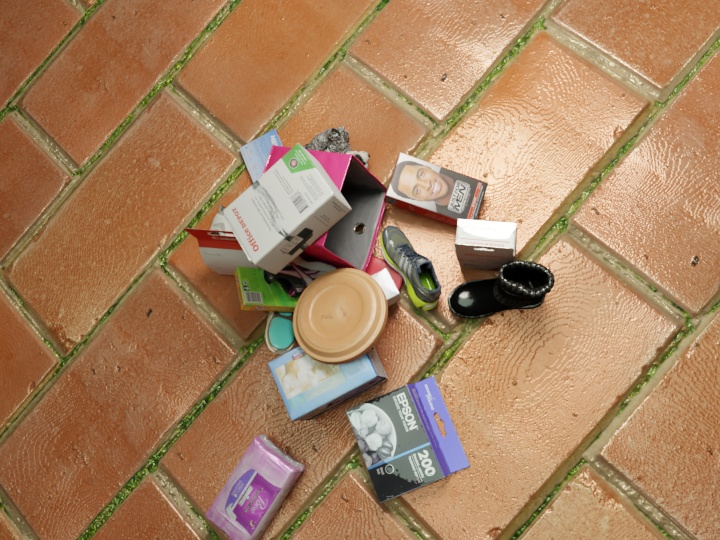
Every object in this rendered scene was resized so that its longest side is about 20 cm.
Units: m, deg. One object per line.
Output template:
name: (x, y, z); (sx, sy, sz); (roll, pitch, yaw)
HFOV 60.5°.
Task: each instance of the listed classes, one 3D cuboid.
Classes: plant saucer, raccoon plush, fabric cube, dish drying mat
plant saucer: (-0.044, 0.086, 1.224); (0.199, 0.032, 0.202); (-10, 61, 18)
raccoon plush: (-0.073, -0.233, 1.412); (0.199, 0.097, 0.135); (-25, 83, 27)
fabric cube: (-0.087, -0.126, 1.301); (0.198, 0.200, 0.198); (11, 80, 28)
dish drying mat: (0.000, 0.000, 1.368); (0.199, 0.018, 0.077); (19, 82, 15)

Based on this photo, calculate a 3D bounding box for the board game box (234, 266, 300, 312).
board game box: (-0.167, 0.043, 1.325); (0.030, 0.199, 0.096); (-54, 43, 43)

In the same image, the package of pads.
package of pads: (-0.218, 0.461, 1.293); (0.120, 0.076, 0.201); (32, 87, 18)

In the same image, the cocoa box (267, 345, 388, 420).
cocoa box: (-0.065, 0.209, 1.280); (0.199, 0.131, 0.134); (-28, 74, 6)

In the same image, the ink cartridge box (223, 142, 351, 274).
ink cartridge box: (-0.140, -0.113, 1.159); (0.200, 0.083, 0.147); (-39, 62, 10)

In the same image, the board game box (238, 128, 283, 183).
board game box: (-0.208, -0.228, 1.463); (0.102, 0.019, 0.201); (-26, 74, 8)

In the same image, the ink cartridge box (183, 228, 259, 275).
ink cartridge box: (-0.274, -0.033, 1.343); (0.161, 0.200, 0.057); (4, 79, 14)

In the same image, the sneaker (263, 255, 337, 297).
sneaker: (-0.122, 0.023, 1.317); (0.199, 0.080, 0.087); (21, 68, -21)

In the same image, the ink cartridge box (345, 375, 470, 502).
ink cartridge box: (0.095, 0.343, 1.262); (0.199, 0.043, 0.199); (-24, 74, 6)

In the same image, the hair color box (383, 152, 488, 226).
hair color box: (0.159, -0.166, 1.314); (0.199, 0.061, 0.102); (18, 83, -1)

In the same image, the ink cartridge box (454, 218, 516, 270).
ink cartridge box: (0.250, -0.052, 1.224); (0.116, 0.200, 0.068); (5, 80, 14)

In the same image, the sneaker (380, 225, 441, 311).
sneaker: (0.113, -0.017, 1.302); (0.074, 0.081, 0.201); (-27, 76, -26)

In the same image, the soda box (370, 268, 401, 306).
soda box: (-0.016, 0.074, 1.301); (0.199, 0.068, 0.064); (-27, 74, -1)

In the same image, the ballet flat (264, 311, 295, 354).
ballet flat: (-0.171, 0.117, 1.318); (0.067, 0.201, 0.063); (20, 126, -14)

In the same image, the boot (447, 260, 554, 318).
boot: (0.272, 0.038, 1.222); (0.210, 0.158, 0.080); (-11, 76, 11)

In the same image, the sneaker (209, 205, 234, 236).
sneaker: (-0.267, -0.069, 1.419); (0.199, 0.074, 0.089); (29, 86, 27)
